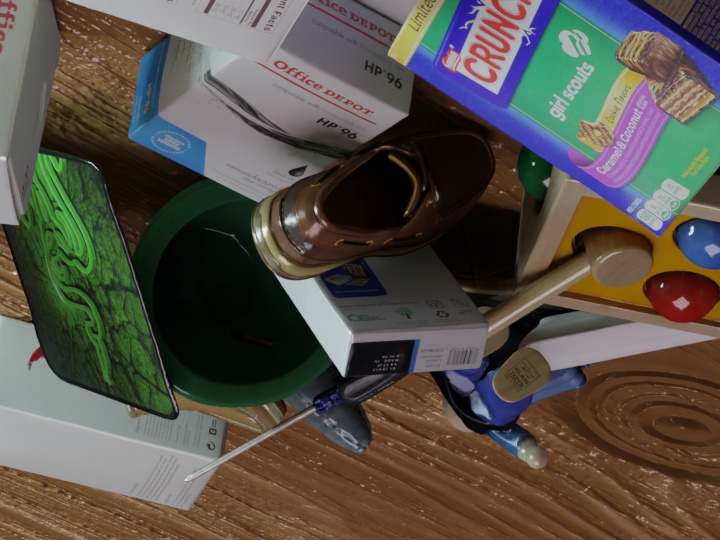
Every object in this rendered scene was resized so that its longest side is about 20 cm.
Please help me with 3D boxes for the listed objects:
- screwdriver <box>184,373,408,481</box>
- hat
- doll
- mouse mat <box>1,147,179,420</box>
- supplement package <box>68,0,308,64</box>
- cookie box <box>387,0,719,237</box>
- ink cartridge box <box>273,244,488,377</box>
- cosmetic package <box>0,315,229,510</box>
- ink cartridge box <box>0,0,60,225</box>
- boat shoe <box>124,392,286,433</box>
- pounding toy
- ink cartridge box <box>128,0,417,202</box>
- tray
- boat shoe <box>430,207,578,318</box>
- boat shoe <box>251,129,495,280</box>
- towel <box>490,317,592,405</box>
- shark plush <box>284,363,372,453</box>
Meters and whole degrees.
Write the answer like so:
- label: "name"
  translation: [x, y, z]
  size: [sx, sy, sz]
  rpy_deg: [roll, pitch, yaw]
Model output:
- label: "screwdriver"
  translation: [-0.047, 0.110, 1.886]
  size: [0.199, 0.029, 0.028]
  rpy_deg: [-31, 102, 8]
- label: "hat"
  translation: [-0.122, 0.004, 1.858]
  size: [0.198, 0.167, 0.176]
  rpy_deg: [0, -172, -22]
- label: "doll"
  translation: [0.088, 0.086, 1.824]
  size: [0.136, 0.048, 0.200]
  rpy_deg: [45, 166, 5]
- label: "mouse mat"
  translation: [-0.197, 0.004, 1.775]
  size: [0.160, 0.008, 0.201]
  rpy_deg: [14, 127, 48]
- label: "supplement package"
  translation: [-0.119, -0.214, 1.429]
  size: [0.199, 0.114, 0.110]
  rpy_deg: [18, 148, -15]
- label: "cookie box"
  translation: [0.136, -0.135, 1.477]
  size: [0.199, 0.075, 0.171]
  rpy_deg: [34, 148, 1]
- label: "ink cartridge box"
  translation: [0.000, 0.000, 1.679]
  size: [0.099, 0.200, 0.039]
  rpy_deg: [-3, 123, -22]
- label: "cosmetic package"
  translation: [-0.213, 0.117, 2.057]
  size: [0.199, 0.085, 0.108]
  rpy_deg: [17, 149, -13]
- label: "ink cartridge box"
  translation: [-0.300, -0.120, 1.606]
  size: [0.198, 0.149, 0.086]
  rpy_deg: [5, 152, 4]
- label: "boat shoe"
  translation: [-0.146, 0.081, 1.904]
  size: [0.199, 0.076, 0.072]
  rpy_deg: [26, 157, 31]
- label: "pounding toy"
  translation: [0.168, -0.026, 1.654]
  size: [0.198, 0.143, 0.184]
  rpy_deg: [11, 150, -5]
- label: "ink cartridge box"
  translation: [-0.044, -0.125, 1.612]
  size: [0.115, 0.068, 0.200]
  rpy_deg: [25, 146, -27]
- label: "tray"
  translation: [0.206, 0.037, 1.814]
  size: [0.198, 0.022, 0.107]
  rpy_deg: [-11, 167, -2]
- label: "boat shoe"
  translation: [0.091, 0.001, 1.792]
  size: [0.198, 0.074, 0.065]
  rpy_deg: [12, 145, -7]
- label: "boat shoe"
  translation: [0.022, -0.048, 1.636]
  size: [0.199, 0.072, 0.067]
  rpy_deg: [-22, 177, -42]
- label: "towel"
  translation: [0.071, 0.041, 1.891]
  size: [0.199, 0.049, 0.111]
  rpy_deg: [29, 145, -34]
- label: "shark plush"
  translation: [-0.062, 0.054, 1.915]
  size: [0.090, 0.084, 0.200]
  rpy_deg: [-29, 121, 21]
